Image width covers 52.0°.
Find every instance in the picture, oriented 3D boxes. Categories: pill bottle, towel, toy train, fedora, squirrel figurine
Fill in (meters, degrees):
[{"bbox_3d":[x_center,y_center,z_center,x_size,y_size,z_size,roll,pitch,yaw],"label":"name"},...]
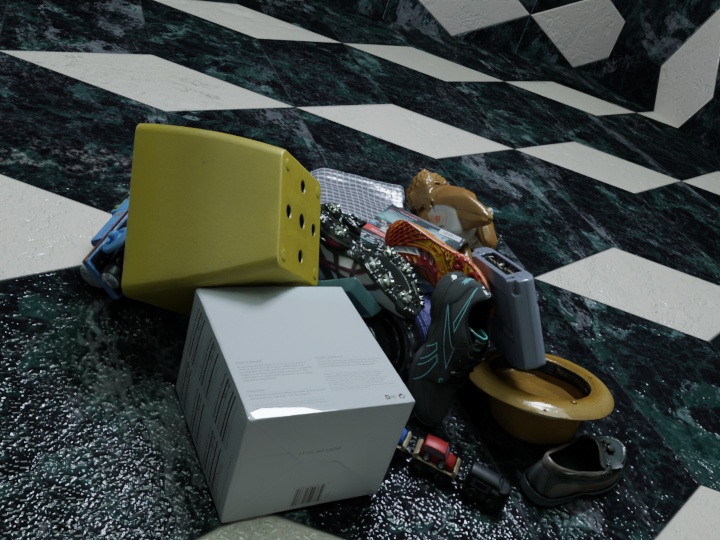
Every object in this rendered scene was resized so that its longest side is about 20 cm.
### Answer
[{"bbox_3d":[0.069,0.092,1.020,0.198,0.113,0.112,-7,39,-41],"label":"pill bottle"},{"bbox_3d":[-0.005,-0.102,1.321,0.197,0.087,0.167,12,31,-14],"label":"towel"},{"bbox_3d":[0.087,0.223,0.882,0.198,0.046,0.034,26,30,10],"label":"toy train"},{"bbox_3d":[0.236,0.176,0.996,0.197,0.083,0.201,7,18,-2],"label":"fedora"},{"bbox_3d":[0.176,-0.101,1.366,0.200,0.142,0.186,49,25,24],"label":"squirrel figurine"},{"bbox_3d":[-0.302,-0.048,1.007,0.113,0.087,0.201,-10,38,36],"label":"toy train"}]

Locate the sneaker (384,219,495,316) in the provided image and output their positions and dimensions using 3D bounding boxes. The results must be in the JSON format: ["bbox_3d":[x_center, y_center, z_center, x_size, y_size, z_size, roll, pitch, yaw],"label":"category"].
[{"bbox_3d":[0.119,-0.005,1.030,0.200,0.073,0.077,47,17,29],"label":"sneaker"}]

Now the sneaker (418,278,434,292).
[{"bbox_3d":[0.069,-0.006,1.172,0.198,0.072,0.073,16,45,-43],"label":"sneaker"}]

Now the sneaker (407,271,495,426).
[{"bbox_3d":[0.116,0.106,0.937,0.075,0.203,0.079,5,10,-42],"label":"sneaker"}]

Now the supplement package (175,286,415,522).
[{"bbox_3d":[-0.081,0.136,0.815,0.189,0.149,0.201,1,35,-30],"label":"supplement package"}]

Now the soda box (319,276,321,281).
[{"bbox_3d":[-0.117,-0.038,1.059,0.199,0.065,0.068,34,44,6],"label":"soda box"}]

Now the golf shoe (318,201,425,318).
[{"bbox_3d":[0.000,0.000,0.976,0.200,0.089,0.077,44,36,14],"label":"golf shoe"}]

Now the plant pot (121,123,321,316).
[{"bbox_3d":[-0.150,-0.054,0.893,0.173,0.204,0.200,-1,-12,16],"label":"plant pot"}]

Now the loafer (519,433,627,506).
[{"bbox_3d":[0.289,0.247,0.950,0.198,0.064,0.072,-7,39,-39],"label":"loafer"}]

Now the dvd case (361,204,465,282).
[{"bbox_3d":[0.081,-0.047,1.179,0.144,0.022,0.200,26,26,9],"label":"dvd case"}]

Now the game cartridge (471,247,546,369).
[{"bbox_3d":[0.197,0.052,0.996,0.040,0.136,0.200,-9,14,-5],"label":"game cartridge"}]

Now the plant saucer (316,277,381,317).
[{"bbox_3d":[-0.070,0.044,0.968,0.198,0.070,0.019,-7,49,35],"label":"plant saucer"}]
